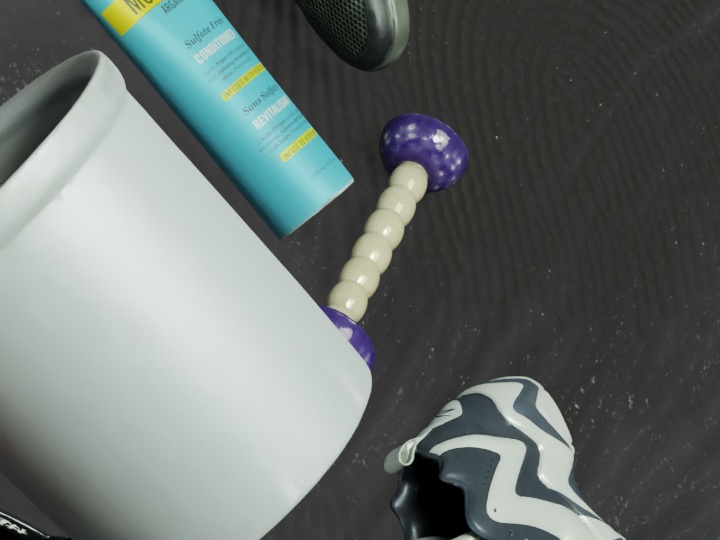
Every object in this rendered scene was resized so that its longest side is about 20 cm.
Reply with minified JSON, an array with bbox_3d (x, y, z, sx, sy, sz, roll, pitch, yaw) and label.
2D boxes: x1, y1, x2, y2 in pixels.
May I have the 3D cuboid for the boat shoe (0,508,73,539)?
[{"bbox_3d":[-0.148,0.142,1.271,0.199,0.066,0.075,31,37,3],"label":"boat shoe"}]

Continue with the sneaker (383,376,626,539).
[{"bbox_3d":[0.079,0.160,1.499,0.129,0.079,0.200,-20,84,-43],"label":"sneaker"}]

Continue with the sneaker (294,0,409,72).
[{"bbox_3d":[-0.055,-0.188,1.547,0.114,0.076,0.200,-22,83,-42],"label":"sneaker"}]

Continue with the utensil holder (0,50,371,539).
[{"bbox_3d":[-0.116,0.028,1.329,0.200,0.170,0.170,48,47,-15],"label":"utensil holder"}]

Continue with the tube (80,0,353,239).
[{"bbox_3d":[-0.085,-0.108,1.507,0.200,0.050,0.077,50,39,-4],"label":"tube"}]

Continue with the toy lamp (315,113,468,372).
[{"bbox_3d":[0.000,0.000,1.520,0.058,0.058,0.200,41,47,-19],"label":"toy lamp"}]
